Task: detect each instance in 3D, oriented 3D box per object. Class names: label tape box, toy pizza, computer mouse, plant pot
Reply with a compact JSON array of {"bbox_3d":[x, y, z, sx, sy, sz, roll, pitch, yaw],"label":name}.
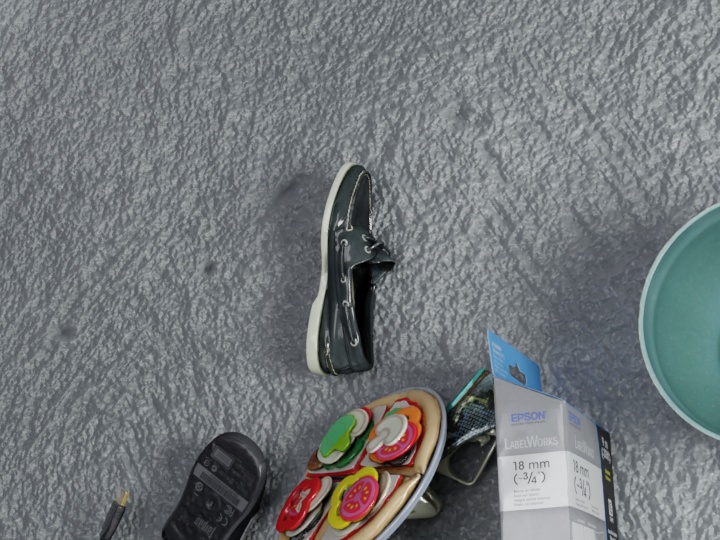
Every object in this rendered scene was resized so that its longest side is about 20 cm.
[{"bbox_3d":[0.159,0.155,1.242,0.063,0.144,0.201,-9,71,22],"label":"label tape box"},{"bbox_3d":[-0.006,0.175,1.310,0.200,0.032,0.200,-40,22,20],"label":"toy pizza"},{"bbox_3d":[-0.164,0.228,1.428,0.140,0.046,0.201,28,99,25],"label":"computer mouse"},{"bbox_3d":[0.333,0.052,1.201,0.199,0.134,0.202,-7,72,23],"label":"plant pot"}]

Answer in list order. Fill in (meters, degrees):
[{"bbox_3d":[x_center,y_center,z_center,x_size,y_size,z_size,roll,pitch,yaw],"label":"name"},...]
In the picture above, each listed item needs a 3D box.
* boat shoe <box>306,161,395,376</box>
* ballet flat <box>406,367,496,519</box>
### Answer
[{"bbox_3d":[-0.001,0.000,1.405,0.066,0.074,0.201,5,77,23],"label":"boat shoe"},{"bbox_3d":[0.062,0.174,1.330,0.200,0.074,0.074,-46,62,10],"label":"ballet flat"}]
